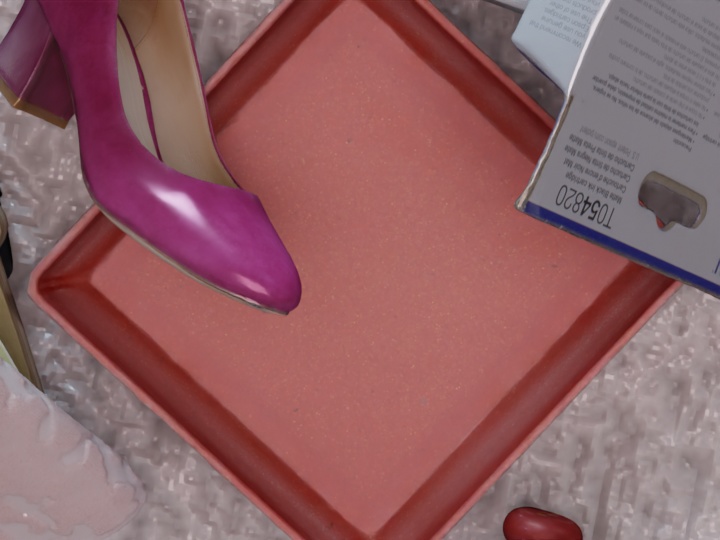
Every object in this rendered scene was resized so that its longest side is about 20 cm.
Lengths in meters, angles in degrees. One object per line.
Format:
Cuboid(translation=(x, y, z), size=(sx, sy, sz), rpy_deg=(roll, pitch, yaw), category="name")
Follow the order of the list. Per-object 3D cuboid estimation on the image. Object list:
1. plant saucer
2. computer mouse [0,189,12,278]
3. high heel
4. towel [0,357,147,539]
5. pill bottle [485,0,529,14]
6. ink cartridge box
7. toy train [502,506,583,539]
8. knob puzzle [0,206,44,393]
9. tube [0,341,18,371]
Cuboid(translation=(0.000, 0.000, 1.111), size=(0.200, 0.037, 0.200), rpy_deg=(43, 93, -5), category="plant saucer")
Cuboid(translation=(-0.164, 0.021, 1.111), size=(0.058, 0.034, 0.201), rpy_deg=(-15, 97, -1), category="computer mouse")
Cuboid(translation=(-0.068, -0.067, 1.047), size=(0.067, 0.200, 0.096), rpy_deg=(24, 107, -47), category="high heel")
Cuboid(translation=(-0.214, 0.079, 1.041), size=(0.191, 0.032, 0.200), rpy_deg=(-29, 134, 17), category="towel")
Cuboid(translation=(0.093, -0.197, 1.054), size=(0.113, 0.113, 0.200), rpy_deg=(19, 96, -3), category="pill bottle")
Cuboid(translation=(0.137, -0.098, 1.035), size=(0.041, 0.199, 0.200), rpy_deg=(27, 93, 35), category="ink cartridge box")
Cuboid(translation=(0.114, 0.159, 1.051), size=(0.115, 0.200, 0.085), rpy_deg=(14, 94, -8), category="toy train")
Cuboid(translation=(-0.231, 0.001, 1.090), size=(0.219, 0.030, 0.220), rpy_deg=(3, 108, 10), category="knob puzzle")
Cuboid(translation=(-0.236, 0.053, 1.066), size=(0.200, 0.058, 0.052), rpy_deg=(-22, 62, 12), category="tube")
